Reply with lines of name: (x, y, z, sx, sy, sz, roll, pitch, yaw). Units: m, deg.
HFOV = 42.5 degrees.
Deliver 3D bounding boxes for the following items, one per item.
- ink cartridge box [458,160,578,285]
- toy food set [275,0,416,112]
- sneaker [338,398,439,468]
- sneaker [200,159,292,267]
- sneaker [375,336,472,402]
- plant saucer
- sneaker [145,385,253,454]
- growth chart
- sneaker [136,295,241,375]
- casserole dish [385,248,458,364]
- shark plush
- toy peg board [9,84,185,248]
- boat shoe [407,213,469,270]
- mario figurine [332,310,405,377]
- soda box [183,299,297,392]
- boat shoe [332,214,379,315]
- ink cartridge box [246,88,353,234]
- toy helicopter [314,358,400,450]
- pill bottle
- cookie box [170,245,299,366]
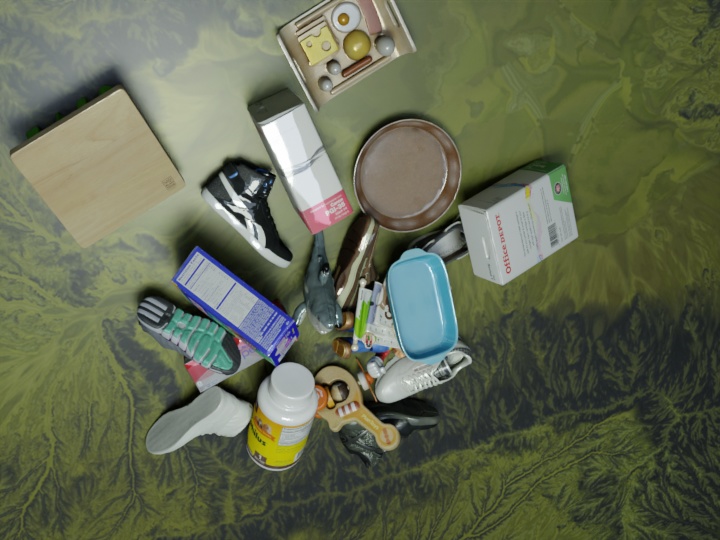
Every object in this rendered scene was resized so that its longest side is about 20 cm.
ink cartridge box: (0.282, -0.088, 1.650, 0.198, 0.084, 0.147, -30, 117, -25)
toy food set: (-0.023, -0.370, 1.508, 0.198, 0.060, 0.145, -32, 115, -2)
sneaker: (0.054, 0.311, 1.778, 0.196, 0.076, 0.116, -5, 113, -10)
sneaker: (-0.163, -0.102, 1.563, 0.112, 0.073, 0.200, -45, 113, 6)
sneaker: (0.117, 0.192, 1.746, 0.198, 0.081, 0.077, -32, 116, 0)
plant saucer: (0.080, -0.169, 1.626, 0.196, 0.035, 0.204, -5, 112, -12)
sneaker: (-0.286, 0.287, 1.675, 0.198, 0.075, 0.115, -31, 143, 22)
growth chart: (0.074, 0.076, 1.641, 0.197, 0.018, 0.148, 7, 81, -25)
sneaker: (-0.292, 0.118, 1.584, 0.198, 0.088, 0.075, 34, 61, 1)
casserole dish: (0.103, 0.063, 1.619, 0.119, 0.039, 0.204, -14, 95, -25)
shark plush: (-0.058, 0.016, 1.593, 0.089, 0.083, 0.203, 13, 66, -8)
toy peg board: (-0.416, -0.179, 1.471, 0.198, 0.098, 0.200, -31, 130, -2)
boat shoe: (0.179, -0.060, 1.678, 0.197, 0.060, 0.075, -24, 113, -5)
mario figurine: (0.054, 0.116, 1.664, 0.197, 0.107, 0.125, 2, 128, -32)
soda box: (-0.213, 0.131, 1.639, 0.198, 0.070, 0.064, -29, 112, -3)
boat shoe: (-0.001, -0.003, 1.648, 0.074, 0.075, 0.204, 14, 119, -22)
ink cartridge box: (-0.099, -0.181, 1.511, 0.082, 0.147, 0.202, -27, 115, -5)
toy helicopter: (-0.002, 0.249, 1.697, 0.199, 0.079, 0.133, 37, 77, 17)
pill bottle: (-0.137, 0.255, 1.631, 0.107, 0.110, 0.202, 3, 134, -16)
cookie box: (-0.202, 0.063, 1.520, 0.199, 0.171, 0.076, 37, 80, 6)
